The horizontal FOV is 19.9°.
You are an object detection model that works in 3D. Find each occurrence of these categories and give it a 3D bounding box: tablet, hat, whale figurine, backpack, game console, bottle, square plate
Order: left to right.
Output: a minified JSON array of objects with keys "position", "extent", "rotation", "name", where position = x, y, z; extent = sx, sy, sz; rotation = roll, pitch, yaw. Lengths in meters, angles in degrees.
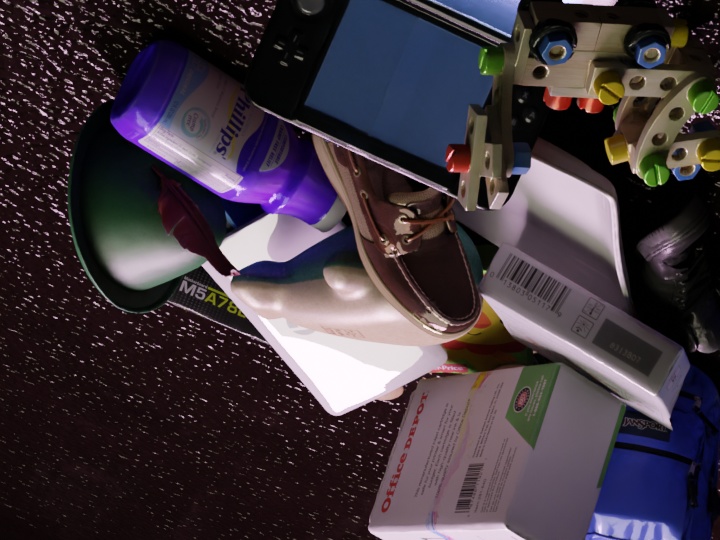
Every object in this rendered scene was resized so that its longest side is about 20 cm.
[{"position":[-0.117,-0.052,1.618],"extent":[0.175,0.202,0.165],"rotation":[-9,155,30],"name":"hat"},{"position":[-0.096,-0.098,1.597],"extent":[0.199,0.084,0.065],"rotation":[32,154,-23],"name":"bottle"},{"position":[-0.032,0.031,1.722],"extent":[0.129,0.014,0.200],"rotation":[-27,115,26],"name":"tablet"},{"position":[0.000,0.000,1.631],"extent":[0.198,0.105,0.159],"rotation":[1,166,16],"name":"whale figurine"},{"position":[0.044,-0.147,1.327],"extent":[0.199,0.174,0.119],"rotation":[24,-176,-6],"name":"game console"},{"position":[0.117,-0.060,1.513],"extent":[0.199,0.029,0.198],"rotation":[31,164,24],"name":"square plate"},{"position":[0.239,0.170,1.760],"extent":[0.161,0.202,0.168],"rotation":[12,153,0],"name":"backpack"}]

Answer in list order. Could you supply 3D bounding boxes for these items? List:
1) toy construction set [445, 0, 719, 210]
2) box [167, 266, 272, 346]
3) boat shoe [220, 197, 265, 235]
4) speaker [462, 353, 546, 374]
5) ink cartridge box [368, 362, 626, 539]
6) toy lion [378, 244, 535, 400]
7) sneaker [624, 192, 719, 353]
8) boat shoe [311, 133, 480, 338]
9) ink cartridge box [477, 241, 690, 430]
[{"position":[0.141,-0.104,1.282],"extent":[0.198,0.092,0.132],"rotation":[-9,134,-24],"name":"toy construction set"},{"position":[-0.114,0.027,1.863],"extent":[0.192,0.048,0.200],"rotation":[21,-179,-2],"name":"box"},{"position":[-0.075,-0.012,1.772],"extent":[0.068,0.085,0.200],"rotation":[-15,138,38],"name":"boat shoe"},{"position":[0.131,0.134,1.931],"extent":[0.081,0.082,0.200],"rotation":[17,157,9],"name":"speaker"},{"position":[0.110,0.165,1.703],"extent":[0.084,0.146,0.199],"rotation":[31,158,-26],"name":"ink cartridge box"},{"position":[0.078,0.040,1.759],"extent":[0.198,0.069,0.192],"rotation":[0,147,13],"name":"toy lion"},{"position":[0.246,0.014,1.540],"extent":[0.104,0.060,0.200],"rotation":[49,164,5],"name":"sneaker"},{"position":[0.034,-0.044,1.522],"extent":[0.201,0.072,0.072],"rotation":[63,154,3],"name":"boat shoe"},{"position":[0.182,0.055,1.611],"extent":[0.162,0.057,0.200],"rotation":[31,180,17],"name":"ink cartridge box"}]
